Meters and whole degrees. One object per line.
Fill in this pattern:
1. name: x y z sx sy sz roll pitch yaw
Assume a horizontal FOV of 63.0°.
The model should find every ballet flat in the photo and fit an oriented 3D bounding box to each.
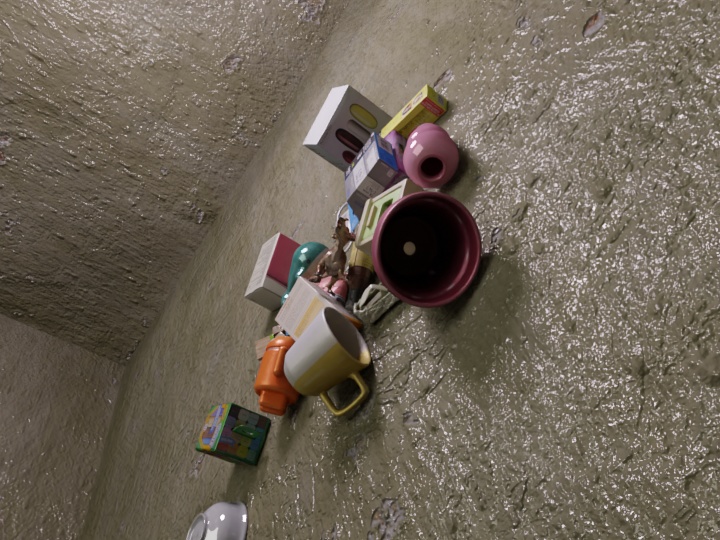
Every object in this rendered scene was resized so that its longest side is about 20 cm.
1. ballet flat: 0.055 0.040 1.253 0.200 0.071 0.072 -48 28 26

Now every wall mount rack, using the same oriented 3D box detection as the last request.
1. wall mount rack: -0.037 -0.081 1.555 0.173 0.074 0.202 -42 31 30

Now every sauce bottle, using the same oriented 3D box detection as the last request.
1. sauce bottle: 0.000 0.000 1.397 0.066 0.065 0.204 -23 48 53

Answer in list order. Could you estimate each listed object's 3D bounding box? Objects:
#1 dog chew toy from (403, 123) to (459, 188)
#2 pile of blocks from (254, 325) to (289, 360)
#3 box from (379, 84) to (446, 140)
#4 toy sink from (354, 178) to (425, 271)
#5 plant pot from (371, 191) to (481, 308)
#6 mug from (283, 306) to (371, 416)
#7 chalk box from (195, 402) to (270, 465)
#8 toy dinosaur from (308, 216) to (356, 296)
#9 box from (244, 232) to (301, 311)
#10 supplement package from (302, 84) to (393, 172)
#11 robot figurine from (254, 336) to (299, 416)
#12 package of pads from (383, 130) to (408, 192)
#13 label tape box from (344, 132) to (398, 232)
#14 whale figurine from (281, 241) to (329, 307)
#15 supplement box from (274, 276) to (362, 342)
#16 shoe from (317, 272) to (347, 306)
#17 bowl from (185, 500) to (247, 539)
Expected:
1. dog chew toy: 0.156 -0.270 1.325 0.125 0.123 0.202 -47 20 28
2. pile of blocks: -0.195 0.178 1.587 0.200 0.063 0.082 -43 48 -11
3. box: 0.134 -0.389 1.538 0.199 0.074 0.051 -37 36 40
4. toy sink: 0.065 -0.095 1.315 0.199 0.111 0.133 -23 43 54
5. plant pot: 0.109 -0.043 1.108 0.203 0.198 0.179 -60 10 1
6. mug: -0.076 0.192 1.217 0.153 0.149 0.188 -40 34 13
7. chalk box: -0.320 0.423 1.511 0.199 0.123 0.126 -23 44 55
8. toy dinosaur: -0.056 -0.028 1.371 0.200 0.084 0.138 -45 24 62
9. box: -0.269 0.006 1.864 0.127 0.108 0.203 -26 42 51
10. supplement package: -0.025 -0.393 1.699 0.194 0.198 0.147 -61 25 0
11. robot figurine: -0.195 0.252 1.457 0.115 0.144 0.203 -9 53 33
12. package of pads: 0.078 -0.254 1.501 0.120 0.075 0.202 -44 30 30
13. label tape box: 0.004 -0.216 1.443 0.201 0.063 0.146 -50 26 27
14. whale figurine: -0.160 0.010 1.605 0.201 0.103 0.159 -52 -6 8
15. supplement box: -0.102 0.121 1.386 0.199 0.073 0.127 38 99 43
16. shoe: -0.105 0.061 1.523 0.198 0.071 0.092 -13 48 43
17. bowl: -0.354 0.639 1.393 0.201 0.089 0.203 -44 29 32
